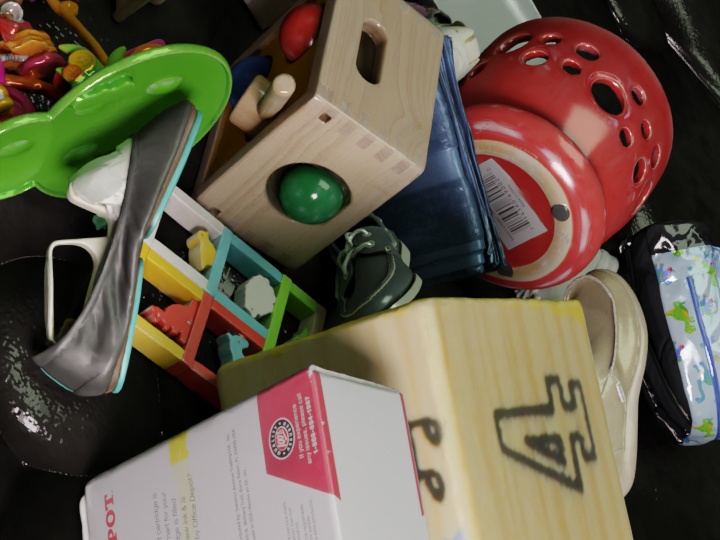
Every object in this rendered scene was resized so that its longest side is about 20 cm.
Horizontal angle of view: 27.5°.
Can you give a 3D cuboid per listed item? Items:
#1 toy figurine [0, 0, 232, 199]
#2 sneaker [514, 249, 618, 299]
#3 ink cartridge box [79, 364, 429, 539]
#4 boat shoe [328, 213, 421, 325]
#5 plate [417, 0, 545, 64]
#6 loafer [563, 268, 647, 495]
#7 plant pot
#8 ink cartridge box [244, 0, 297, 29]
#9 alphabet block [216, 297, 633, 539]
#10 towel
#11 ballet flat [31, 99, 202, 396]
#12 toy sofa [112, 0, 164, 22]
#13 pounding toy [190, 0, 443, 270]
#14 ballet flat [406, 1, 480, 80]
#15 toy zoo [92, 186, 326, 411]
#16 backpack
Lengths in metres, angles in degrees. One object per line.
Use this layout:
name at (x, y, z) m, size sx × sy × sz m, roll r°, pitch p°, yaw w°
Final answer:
toy figurine at (-0.214, -0.158, 0.975) m, size 0.199 × 0.150 × 0.185 m, roll -22°, pitch 69°, yaw -30°
sneaker at (0.166, 0.027, 1.342) m, size 0.088 × 0.075 × 0.200 m, roll 38°, pitch 37°, yaw -1°
ink cartridge box at (-0.062, 0.162, 0.850) m, size 0.083 × 0.199 × 0.146 m, roll 18°, pitch 54°, yaw -47°
boat shoe at (0.000, 0.000, 1.102) m, size 0.062 × 0.073 × 0.200 m, roll 49°, pitch 11°, yaw -11°
plate at (0.117, -0.261, 1.482) m, size 0.200 × 0.032 × 0.200 m, roll 57°, pitch 35°, yaw -15°
loafer at (0.189, 0.090, 1.212) m, size 0.068 × 0.075 × 0.201 m, roll 17°, pitch 64°, yaw -35°
plant pot at (0.151, -0.095, 1.293) m, size 0.201 × 0.200 × 0.183 m, roll 53°, pitch 46°, yaw -11°
ink cartridge box at (-0.062, -0.325, 1.206) m, size 0.201 × 0.164 × 0.075 m, roll 58°, pitch 38°, yaw -3°
alphabet block at (0.046, 0.137, 0.983) m, size 0.196 × 0.195 × 0.201 m, roll 2°, pitch 72°, yaw -52°
towel at (0.046, -0.086, 1.197) m, size 0.048 × 0.111 × 0.201 m, roll -19°, pitch 94°, yaw -50°
ballet flat at (-0.157, -0.022, 0.926) m, size 0.068 × 0.068 × 0.201 m, roll 19°, pitch 77°, yaw -17°
toy sofa at (-0.191, -0.297, 1.101) m, size 0.200 × 0.083 × 0.098 m, roll 53°, pitch 38°, yaw -10°
pounding toy at (-0.041, -0.115, 1.070) m, size 0.142 × 0.184 × 0.201 m, roll 33°, pitch 44°, yaw -24°
ballet flat at (0.068, -0.197, 1.302) m, size 0.200 × 0.071 × 0.070 m, roll -95°, pitch 176°, yaw -66°
toy zoo at (-0.110, 0.022, 1.036) m, size 0.200 × 0.020 × 0.132 m, roll 40°, pitch 41°, yaw -27°
backpack at (0.317, 0.066, 1.418) m, size 0.153 × 0.163 × 0.201 m, roll 0°, pitch 75°, yaw -9°
